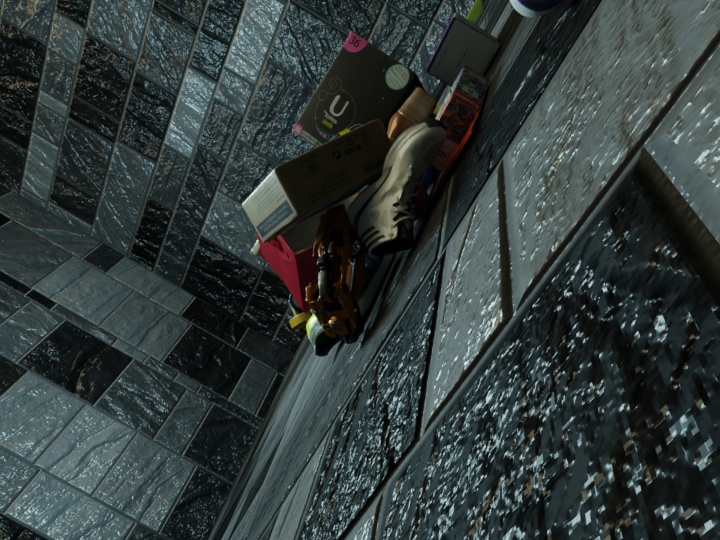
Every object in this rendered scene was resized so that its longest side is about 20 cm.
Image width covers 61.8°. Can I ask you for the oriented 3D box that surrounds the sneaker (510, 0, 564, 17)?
[{"bbox_3d":[0.203,-0.333,0.520,0.202,0.080,0.147,-56,0,11],"label":"sneaker"}]

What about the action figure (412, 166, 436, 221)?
[{"bbox_3d":[0.074,-0.149,0.960,0.066,0.097,0.202,-59,7,43],"label":"action figure"}]

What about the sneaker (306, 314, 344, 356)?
[{"bbox_3d":[-0.034,0.079,1.114,0.202,0.072,0.082,-59,25,25],"label":"sneaker"}]

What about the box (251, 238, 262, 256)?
[{"bbox_3d":[-0.122,-0.111,1.249,0.202,0.021,0.162,-55,-24,17],"label":"box"}]

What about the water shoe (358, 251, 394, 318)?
[{"bbox_3d":[0.000,0.000,0.999,0.072,0.078,0.202,-56,6,51],"label":"water shoe"}]

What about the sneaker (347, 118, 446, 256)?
[{"bbox_3d":[0.069,-0.100,0.833,0.201,0.074,0.117,-51,49,28],"label":"sneaker"}]

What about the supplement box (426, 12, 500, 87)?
[{"bbox_3d":[0.193,-0.411,1.135,0.103,0.101,0.201,-60,5,27],"label":"supplement box"}]

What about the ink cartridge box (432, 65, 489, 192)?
[{"bbox_3d":[0.134,-0.213,0.889,0.110,0.049,0.202,-60,3,40],"label":"ink cartridge box"}]

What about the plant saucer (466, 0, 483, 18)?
[{"bbox_3d":[0.451,-1.018,2.505,0.203,0.047,0.200,-62,3,12],"label":"plant saucer"}]

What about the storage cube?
[{"bbox_3d":[-0.085,-0.068,1.137,0.197,0.171,0.182,-31,-31,-21],"label":"storage cube"}]

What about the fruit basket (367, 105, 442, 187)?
[{"bbox_3d":[0.098,-0.247,1.225,0.216,0.209,0.160,136,124,-79],"label":"fruit basket"}]

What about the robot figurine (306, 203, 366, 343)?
[{"bbox_3d":[-0.032,0.008,0.877,0.203,0.057,0.147,-82,-27,-46],"label":"robot figurine"}]

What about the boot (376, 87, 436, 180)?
[{"bbox_3d":[0.079,-0.217,1.054,0.156,0.073,0.199,-54,-21,5],"label":"boot"}]

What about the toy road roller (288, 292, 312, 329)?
[{"bbox_3d":[-0.095,0.101,1.579,0.196,0.149,0.123,-24,-6,-13],"label":"toy road roller"}]

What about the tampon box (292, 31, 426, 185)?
[{"bbox_3d":[0.003,-0.285,1.085,0.203,0.148,0.126,-57,-16,8],"label":"tampon box"}]

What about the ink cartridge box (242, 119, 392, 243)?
[{"bbox_3d":[-0.062,-0.132,0.907,0.198,0.076,0.164,-33,3,-28],"label":"ink cartridge box"}]
